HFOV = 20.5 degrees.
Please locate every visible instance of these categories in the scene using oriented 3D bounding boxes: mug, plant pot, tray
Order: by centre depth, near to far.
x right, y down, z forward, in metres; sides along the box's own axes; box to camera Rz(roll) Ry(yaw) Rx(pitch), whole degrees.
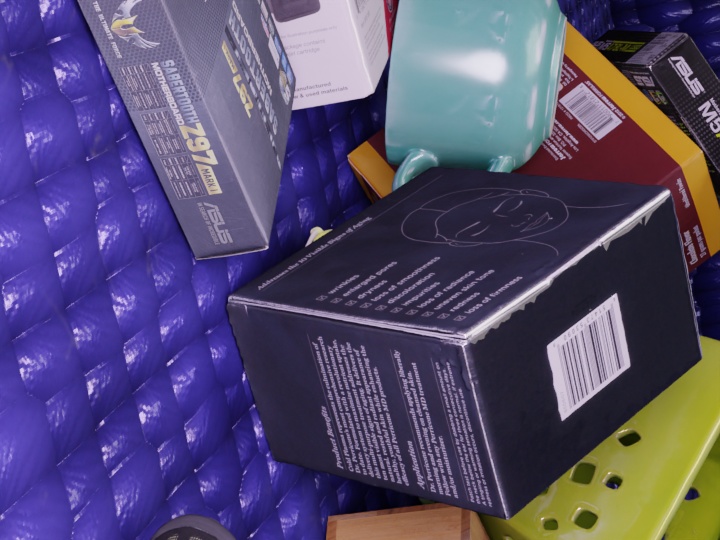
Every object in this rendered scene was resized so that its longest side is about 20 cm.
[{"bbox_3d":[0.054,0.227,1.368,0.200,0.098,0.037,63,23,-49],"label":"tray"},{"bbox_3d":[0.163,0.149,1.404,0.200,0.181,0.199,-57,153,-22],"label":"plant pot"},{"bbox_3d":[0.084,-0.129,1.420,0.152,0.114,0.186,-59,155,-75],"label":"mug"}]

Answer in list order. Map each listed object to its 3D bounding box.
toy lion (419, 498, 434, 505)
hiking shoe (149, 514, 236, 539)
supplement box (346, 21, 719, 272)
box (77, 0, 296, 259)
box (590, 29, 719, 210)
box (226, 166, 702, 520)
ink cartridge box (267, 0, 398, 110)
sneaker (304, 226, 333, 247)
[{"bbox_3d":[0.084,0.130,1.636,0.192,0.068,0.201,-38,117,-65],"label":"toy lion"},{"bbox_3d":[-0.092,0.177,0.900,0.200,0.076,0.101,-82,160,-47],"label":"hiking shoe"},{"bbox_3d":[0.136,-0.054,1.519,0.197,0.200,0.133,50,-4,35],"label":"supplement box"},{"bbox_3d":[-0.094,-0.131,1.133,0.158,0.051,0.200,-82,157,-46],"label":"box"},{"bbox_3d":[0.257,-0.096,1.532,0.193,0.047,0.200,51,-3,-11],"label":"box"},{"bbox_3d":[0.064,0.034,1.197,0.200,0.196,0.124,-33,120,-37],"label":"box"},{"bbox_3d":[-0.041,-0.227,1.323,0.145,0.083,0.200,-68,146,-62],"label":"ink cartridge box"},{"bbox_3d":[0.000,0.000,1.357,0.200,0.075,0.077,-58,138,-70],"label":"sneaker"}]
